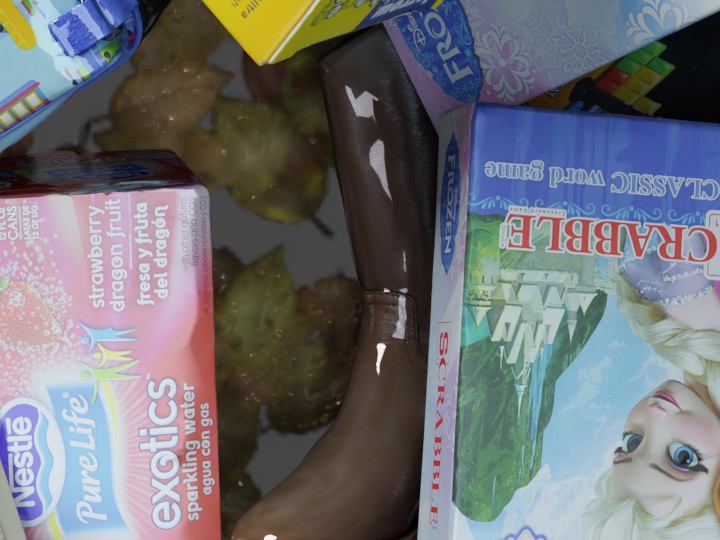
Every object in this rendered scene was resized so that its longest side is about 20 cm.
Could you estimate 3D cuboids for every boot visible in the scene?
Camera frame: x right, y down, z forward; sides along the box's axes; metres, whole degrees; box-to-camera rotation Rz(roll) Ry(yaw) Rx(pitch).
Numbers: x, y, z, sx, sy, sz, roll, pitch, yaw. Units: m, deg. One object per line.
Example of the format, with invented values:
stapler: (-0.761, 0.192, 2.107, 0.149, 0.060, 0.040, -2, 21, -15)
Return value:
boot: (0.000, 0.000, 1.020, 0.064, 0.186, 0.201, 4, 107, 31)

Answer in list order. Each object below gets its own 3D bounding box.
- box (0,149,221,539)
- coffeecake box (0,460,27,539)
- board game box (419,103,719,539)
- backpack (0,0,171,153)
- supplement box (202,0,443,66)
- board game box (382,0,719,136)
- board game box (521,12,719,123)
box: (-0.106, 0.059, 1.025, 0.095, 0.100, 0.202, -4, 101, -12)
coffeecake box: (-0.208, 0.141, 0.974, 0.199, 0.073, 0.154, -9, 105, 32)
board game box: (0.122, 0.049, 0.957, 0.199, 0.041, 0.201, 3, 87, -14)
backpack: (-0.181, -0.132, 0.935, 0.182, 0.135, 0.201, -27, 106, 14)
supplement box: (-0.037, -0.184, 0.887, 0.200, 0.109, 0.110, 49, 126, 11)
board game box: (0.057, -0.168, 0.930, 0.041, 0.199, 0.201, -29, 94, -41)
board game box: (0.177, -0.093, 1.011, 0.164, 0.200, 0.057, 23, 60, -14)
